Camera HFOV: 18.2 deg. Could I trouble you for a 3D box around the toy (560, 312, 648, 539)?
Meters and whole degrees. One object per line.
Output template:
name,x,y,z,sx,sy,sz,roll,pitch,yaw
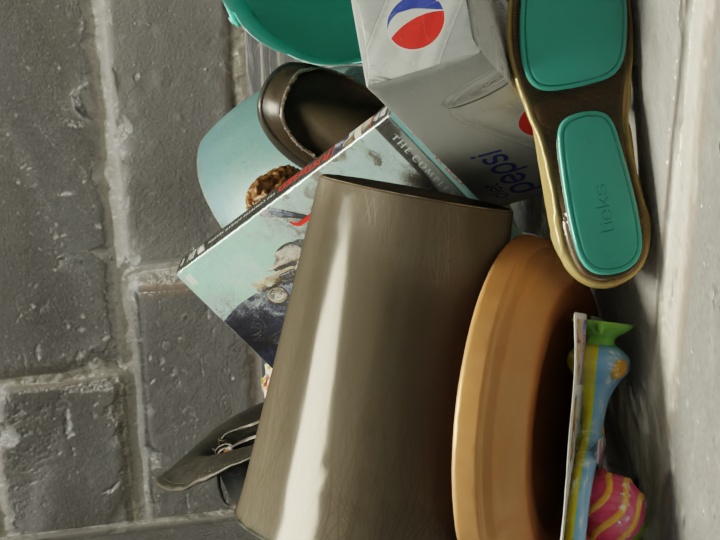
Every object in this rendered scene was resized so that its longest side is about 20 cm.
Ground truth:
toy,0.134,0.125,1.227,0.115,0.047,0.202,11,-100,-77

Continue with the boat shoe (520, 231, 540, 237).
boat shoe,0.106,0.080,1.390,0.068,0.072,0.202,12,95,50

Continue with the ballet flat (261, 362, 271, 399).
ballet flat,-0.012,0.014,1.619,0.064,0.200,0.076,47,159,1

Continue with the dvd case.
dvd case,0.000,0.000,1.373,0.146,0.199,0.022,45,-145,-15

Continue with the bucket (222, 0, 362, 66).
bucket,-0.008,-0.233,1.522,0.135,0.205,0.209,-143,47,-88

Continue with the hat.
hat,-0.041,0.136,1.580,0.081,0.199,0.201,64,174,-5

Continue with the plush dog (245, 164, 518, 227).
plush dog,0.013,-0.019,1.475,0.161,0.170,0.201,-71,-36,-48

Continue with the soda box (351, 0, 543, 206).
soda box,0.065,-0.100,1.232,0.200,0.068,0.064,39,-142,-62

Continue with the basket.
basket,0.013,0.054,1.266,0.180,0.135,0.202,-158,78,-71

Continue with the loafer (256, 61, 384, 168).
loafer,0.022,-0.086,1.555,0.071,0.199,0.074,-2,64,65

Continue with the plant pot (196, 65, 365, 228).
plant pot,-0.017,-0.089,1.855,0.135,0.199,0.201,-46,38,32

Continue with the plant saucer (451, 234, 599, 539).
plant saucer,0.099,0.082,1.258,0.200,0.037,0.202,5,-90,-70

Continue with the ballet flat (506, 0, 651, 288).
ballet flat,0.110,-0.091,1.184,0.063,0.068,0.202,-163,68,-83
